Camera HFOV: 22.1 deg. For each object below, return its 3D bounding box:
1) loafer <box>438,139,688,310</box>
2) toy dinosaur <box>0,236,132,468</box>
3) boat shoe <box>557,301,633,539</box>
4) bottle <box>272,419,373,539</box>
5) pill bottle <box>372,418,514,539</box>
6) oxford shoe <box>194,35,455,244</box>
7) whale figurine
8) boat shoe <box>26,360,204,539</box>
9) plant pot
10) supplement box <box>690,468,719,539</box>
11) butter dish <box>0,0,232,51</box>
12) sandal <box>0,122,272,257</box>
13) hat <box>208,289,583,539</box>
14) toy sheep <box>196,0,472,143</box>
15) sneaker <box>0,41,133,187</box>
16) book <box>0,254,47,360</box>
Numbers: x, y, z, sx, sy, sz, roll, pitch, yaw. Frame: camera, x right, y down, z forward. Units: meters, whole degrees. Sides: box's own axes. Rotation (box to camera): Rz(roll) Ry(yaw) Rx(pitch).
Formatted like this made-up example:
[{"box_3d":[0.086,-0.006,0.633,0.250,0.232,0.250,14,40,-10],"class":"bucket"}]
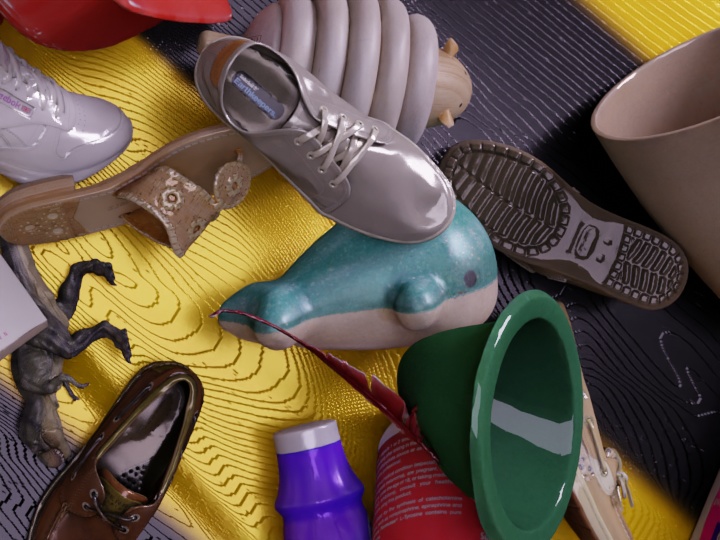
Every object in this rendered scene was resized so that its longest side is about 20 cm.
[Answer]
[{"box_3d":[0.144,-0.027,1.359,0.199,0.067,0.076,31,82,5],"class":"loafer"},{"box_3d":[-0.209,0.034,1.279,0.088,0.047,0.201,-12,88,-7],"class":"toy dinosaur"},{"box_3d":[0.160,0.122,1.352,0.062,0.073,0.201,-24,94,-11],"class":"boat shoe"},{"box_3d":[-0.018,0.207,1.300,0.065,0.084,0.201,-12,91,-2],"class":"bottle"},{"box_3d":[0.064,0.166,1.275,0.112,0.112,0.201,13,54,-13],"class":"pill bottle"},{"box_3d":[-0.022,-0.082,1.200,0.200,0.058,0.075,36,84,-11],"class":"oxford shoe"},{"box_3d":[0.000,0.000,1.271,0.199,0.159,0.104,-11,104,-29],"class":"whale figurine"},{"box_3d":[-0.173,0.152,1.270,0.072,0.068,0.201,27,83,-13],"class":"boat shoe"},{"box_3d":[0.293,-0.058,1.350,0.187,0.187,0.201,-32,109,-13],"class":"plant pot"},{"box_3d":[0.340,0.149,1.382,0.103,0.101,0.201,27,81,-11],"class":"supplement box"},{"box_3d":[-0.210,-0.217,1.231,0.148,0.200,0.200,-36,84,17],"class":"butter dish"},{"box_3d":[-0.138,-0.036,1.239,0.210,0.078,0.070,-15,63,2],"class":"sandal"},{"box_3d":[0.035,0.085,1.221,0.166,0.175,0.201,-44,130,-51],"class":"hat"},{"box_3d":[-0.017,-0.138,1.285,0.199,0.138,0.139,4,87,-14],"class":"toy sheep"},{"box_3d":[-0.238,-0.112,1.229,0.199,0.075,0.100,4,131,-32],"class":"sneaker"},{"box_3d":[-0.321,-0.007,1.241,0.133,0.048,0.200,-36,86,-13],"class":"book"}]
